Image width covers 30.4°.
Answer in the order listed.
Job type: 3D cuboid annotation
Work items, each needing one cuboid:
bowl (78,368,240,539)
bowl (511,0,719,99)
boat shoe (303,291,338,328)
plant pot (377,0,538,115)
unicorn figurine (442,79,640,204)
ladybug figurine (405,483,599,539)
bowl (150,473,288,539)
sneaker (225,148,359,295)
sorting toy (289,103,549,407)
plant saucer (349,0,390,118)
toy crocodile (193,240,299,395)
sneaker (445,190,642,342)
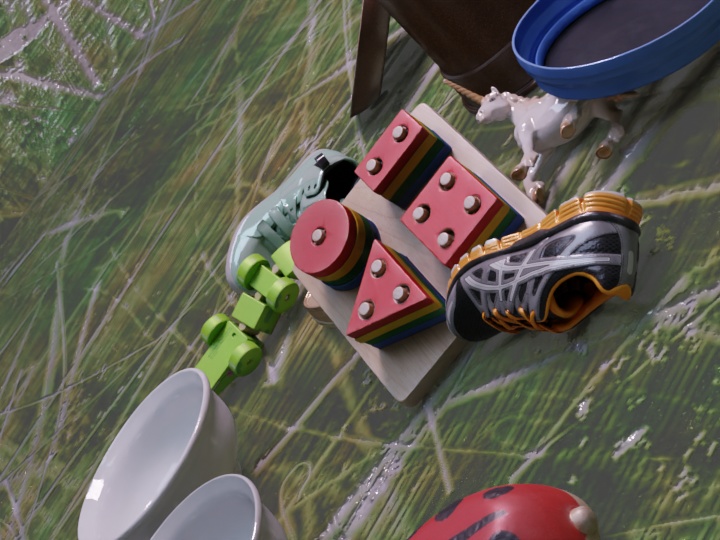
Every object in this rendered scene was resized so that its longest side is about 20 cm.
[{"bbox_3d":[-0.179,0.203,1.287,0.201,0.090,0.202,-42,25,25],"label":"bowl"},{"bbox_3d":[0.225,-0.213,1.107,0.199,0.040,0.201,-23,30,14],"label":"bowl"},{"bbox_3d":[0.000,0.000,1.274,0.199,0.069,0.074,-24,37,50],"label":"boat shoe"},{"bbox_3d":[0.107,-0.295,1.322,0.200,0.198,0.201,-41,26,25],"label":"plant pot"},{"bbox_3d":[0.165,-0.131,1.160,0.198,0.074,0.138,-18,38,30],"label":"unicorn figurine"},{"bbox_3d":[0.068,0.204,0.853,0.200,0.072,0.136,-43,25,23],"label":"ladybug figurine"},{"bbox_3d":[-0.117,0.277,1.082,0.201,0.090,0.202,-42,25,24],"label":"bowl"},{"bbox_3d":[-0.076,-0.055,1.486,0.201,0.074,0.118,-54,16,-7],"label":"sneaker"},{"bbox_3d":[0.035,-0.026,1.137,0.199,0.069,0.200,-51,48,11],"label":"sorting toy"},{"bbox_3d":[0.015,-0.282,1.589,0.200,0.036,0.203,-173,90,-90],"label":"plant saucer"},{"bbox_3d":[-0.115,0.052,1.439,0.067,0.062,0.201,34,93,32],"label":"toy crocodile"},{"bbox_3d":[0.133,0.014,1.002,0.200,0.078,0.078,-37,45,46],"label":"sneaker"}]
